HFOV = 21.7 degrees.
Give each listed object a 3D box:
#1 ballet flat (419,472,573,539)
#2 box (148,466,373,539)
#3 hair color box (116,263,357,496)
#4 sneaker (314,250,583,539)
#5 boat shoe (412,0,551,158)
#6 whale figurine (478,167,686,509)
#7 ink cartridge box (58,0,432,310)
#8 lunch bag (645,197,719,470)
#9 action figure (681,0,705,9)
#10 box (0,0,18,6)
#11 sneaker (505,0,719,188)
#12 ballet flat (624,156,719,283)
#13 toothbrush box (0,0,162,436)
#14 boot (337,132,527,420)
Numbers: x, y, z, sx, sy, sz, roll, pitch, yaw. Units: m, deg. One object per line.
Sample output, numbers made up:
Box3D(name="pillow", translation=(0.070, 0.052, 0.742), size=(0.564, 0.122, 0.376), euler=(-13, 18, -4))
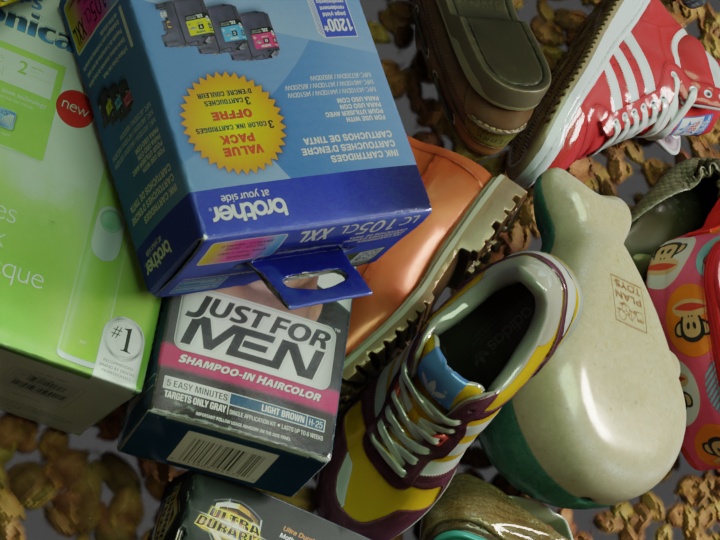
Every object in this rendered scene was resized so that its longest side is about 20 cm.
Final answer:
Box3D(name="ballet flat", translation=(0.120, 0.178, 1.089), size=(0.200, 0.068, 0.072), euler=(31, 39, -14))
Box3D(name="box", translation=(-0.034, 0.230, 0.970), size=(0.199, 0.050, 0.199), euler=(26, 59, -20))
Box3D(name="hair color box", translation=(-0.058, 0.008, 0.990), size=(0.100, 0.061, 0.201), euler=(17, 58, -16))
Box3D(name="sneaker", translation=(0.036, 0.068, 0.998), size=(0.075, 0.200, 0.090), euler=(39, 9, 13))
Box3D(name="boat shoe", translation=(0.060, -0.158, 1.174), size=(0.072, 0.068, 0.201), euler=(9, 46, -20))
Box3D(name="whale figurine", translation=(0.120, 0.044, 1.109), size=(0.159, 0.104, 0.201), euler=(21, 58, -38))
Box3D(name="ink cartridge box", translation=(-0.054, -0.069, 0.946), size=(0.136, 0.076, 0.201), euler=(-9, 73, -31))
Box3D(name="lunch bag", translation=(0.273, 0.028, 1.205), size=(0.199, 0.082, 0.177), euler=(-14, 92, -39))
Box3D(name="action figure", translation=(0.251, -0.298, 1.331), size=(0.193, 0.104, 0.201), euler=(-17, 83, -45))
Box3D(name="box", translation=(-0.156, -0.196, 0.986), size=(0.064, 0.070, 0.200), euler=(34, 22, 4))
Box3D(name="sneaker", translation=(0.175, -0.099, 1.220), size=(0.112, 0.071, 0.200), euler=(41, 53, -8))
Box3D(name="ballet flat", translation=(0.190, -0.011, 1.209), size=(0.067, 0.046, 0.200), euler=(49, 54, -6))
Box3D(name="toothbrush box", translation=(-0.173, -0.037, 0.966), size=(0.145, 0.086, 0.201), euler=(22, 59, -22))
Box3D(name="boot", translation=(0.000, 0.000, 1.081), size=(0.107, 0.075, 0.200), euler=(35, 60, 8))
